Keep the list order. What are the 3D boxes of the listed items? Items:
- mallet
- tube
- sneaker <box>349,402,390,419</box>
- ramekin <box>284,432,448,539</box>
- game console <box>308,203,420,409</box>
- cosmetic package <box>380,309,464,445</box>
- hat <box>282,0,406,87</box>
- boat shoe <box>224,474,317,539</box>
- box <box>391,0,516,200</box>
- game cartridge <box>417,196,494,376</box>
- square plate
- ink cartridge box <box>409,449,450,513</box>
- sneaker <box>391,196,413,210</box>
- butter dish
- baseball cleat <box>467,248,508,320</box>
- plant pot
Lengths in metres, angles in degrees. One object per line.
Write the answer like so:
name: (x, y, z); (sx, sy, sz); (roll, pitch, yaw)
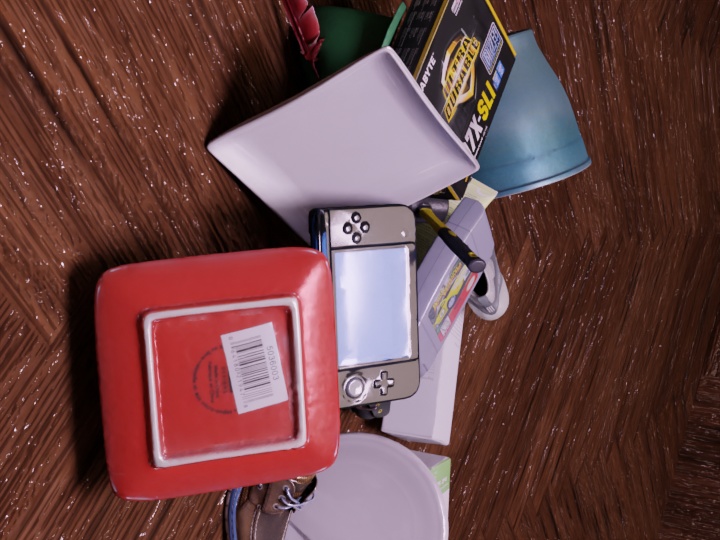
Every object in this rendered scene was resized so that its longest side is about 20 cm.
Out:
mallet: (0.096, -0.043, 1.210); (0.066, 0.200, 0.041); (0, 114, -26)
tube: (0.086, -0.029, 1.392); (0.058, 0.052, 0.200); (32, 87, -30)
sneaker: (-0.005, 0.129, 1.297); (0.200, 0.075, 0.107); (-20, 114, -61)
ramekin: (0.001, 0.275, 1.225); (0.094, 0.202, 0.203); (30, 69, -74)
game console: (0.008, 0.040, 1.079); (0.170, 0.118, 0.201); (-5, 97, -31)
cosmetic package: (0.081, 0.114, 1.437); (0.102, 0.074, 0.201); (42, 56, -69)
hat: (-0.061, -0.236, 1.170); (0.166, 0.176, 0.201); (-74, -174, -70)
boat shoe: (-0.086, 0.213, 1.156); (0.072, 0.072, 0.201); (7, 88, -53)
box: (0.090, -0.199, 1.196); (0.160, 0.049, 0.201); (51, 54, -49)
game cartridge: (0.093, 0.021, 1.314); (0.200, 0.041, 0.133); (-60, 155, -11)
square plate: (-0.013, -0.116, 1.099); (0.198, 0.200, 0.029); (44, 28, -47)
ink cartridge box: (0.041, 0.321, 1.382); (0.067, 0.117, 0.201); (-15, 109, -60)
sneaker: (0.000, 0.000, 1.221); (0.072, 0.083, 0.200); (-100, -156, -54)
butter dish: (-0.129, 0.077, 0.986); (0.148, 0.199, 0.201); (-152, -123, -71)
baseball cleat: (0.137, -0.034, 1.458); (0.106, 0.070, 0.200); (52, 11, -53)
plant pot: (0.178, -0.204, 1.466); (0.200, 0.199, 0.189); (-33, 111, -56)
